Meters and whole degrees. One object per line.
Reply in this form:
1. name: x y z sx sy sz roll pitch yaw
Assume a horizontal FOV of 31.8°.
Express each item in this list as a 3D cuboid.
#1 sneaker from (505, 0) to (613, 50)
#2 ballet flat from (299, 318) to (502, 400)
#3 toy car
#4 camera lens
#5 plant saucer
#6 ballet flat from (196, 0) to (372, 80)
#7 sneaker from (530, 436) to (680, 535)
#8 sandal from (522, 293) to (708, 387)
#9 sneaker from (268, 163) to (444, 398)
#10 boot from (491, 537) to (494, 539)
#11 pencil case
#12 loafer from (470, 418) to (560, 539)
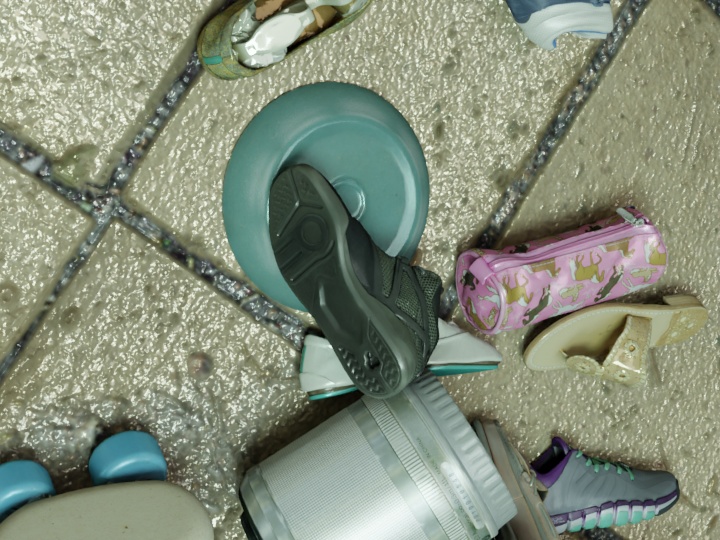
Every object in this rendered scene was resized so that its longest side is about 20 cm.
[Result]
1. sneaker: 0.208 -0.287 1.137 0.199 0.080 0.147 -37 121 -20
2. ballet flat: 0.038 0.069 1.123 0.198 0.069 0.070 -7 102 -24
3. toy car: -0.205 0.270 1.002 0.175 0.185 0.201 -13 133 -24
4. camera lens: 0.010 0.195 1.055 0.199 0.160 0.161 -32 112 -4
5. plant saucer: -0.020 -0.059 1.083 0.198 0.036 0.202 -5 101 -26
6. ballet flat: -0.041 -0.216 1.027 0.199 0.071 0.071 -35 112 -17
7. sneaker: 0.227 0.202 1.232 0.198 0.074 0.088 -8 97 -24
8. sandal: 0.263 0.076 1.212 0.210 0.070 0.078 -11 137 -26
9. sneaker: 0.000 0.000 1.047 0.200 0.076 0.114 58 31 3
10. boot: 0.086 0.302 1.167 0.072 0.090 0.202 -14 105 -23
11. pencil case: 0.184 -0.001 1.168 0.198 0.083 0.087 -16 107 -22
12. loafer: 0.149 0.222 1.141 0.062 0.201 0.072 -10 144 -6
